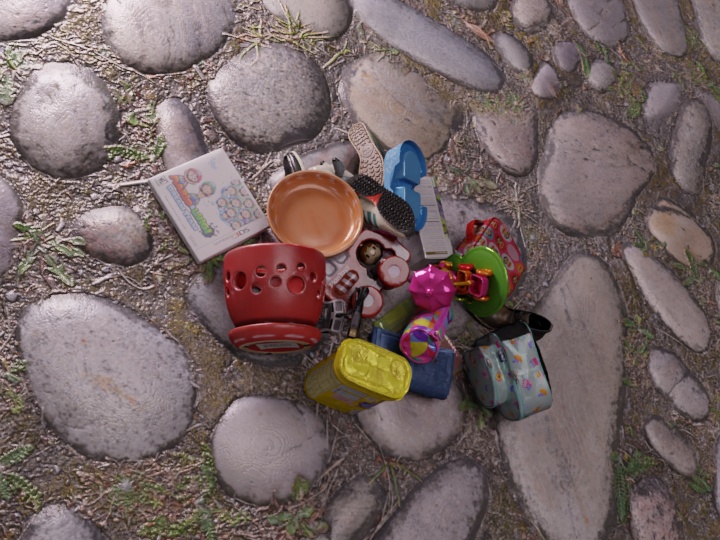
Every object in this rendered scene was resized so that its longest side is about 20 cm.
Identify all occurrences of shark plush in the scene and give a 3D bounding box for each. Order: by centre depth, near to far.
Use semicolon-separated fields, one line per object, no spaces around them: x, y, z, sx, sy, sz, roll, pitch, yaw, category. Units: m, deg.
-0.041;-0.174;1.723;0.200;0.091;0.084;37;77;-32;shark plush

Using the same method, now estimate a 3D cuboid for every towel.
0.104;0.197;1.610;0.199;0.049;0.112;20;64;-18;towel
0.128;0.165;1.676;0.143;0.023;0.200;-33;86;-31;towel

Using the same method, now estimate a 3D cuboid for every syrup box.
0.141;-0.107;1.755;0.081;0.079;0.201;-4;72;-28;syrup box

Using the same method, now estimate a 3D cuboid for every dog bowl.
0.096;-0.182;1.675;0.111;0.049;0.201;14;73;-52;dog bowl

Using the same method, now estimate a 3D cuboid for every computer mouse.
-0.044;0.090;1.520;0.044;0.200;0.110;10;81;-31;computer mouse

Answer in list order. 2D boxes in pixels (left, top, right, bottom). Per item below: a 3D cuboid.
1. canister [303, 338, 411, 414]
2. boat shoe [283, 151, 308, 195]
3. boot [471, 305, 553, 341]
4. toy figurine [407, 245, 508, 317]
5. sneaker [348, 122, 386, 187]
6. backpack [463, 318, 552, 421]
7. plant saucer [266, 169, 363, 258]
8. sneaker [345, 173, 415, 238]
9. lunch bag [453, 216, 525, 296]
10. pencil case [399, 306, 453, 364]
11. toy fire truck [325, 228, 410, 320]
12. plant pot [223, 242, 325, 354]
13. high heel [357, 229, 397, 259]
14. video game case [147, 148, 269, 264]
-0.012;0.211;1.484;0.148;0.200;0.087;24;62;-16;canister
-0.148;-0.160;1.638;0.066;0.074;0.200;-9;80;-21;boat shoe
0.346;0.101;1.763;0.199;0.097;0.075;28;61;-14;boot
0.172;0.021;1.587;0.183;0.200;0.151;-3;106;-35;toy figurine
0.036;-0.241;1.740;0.090;0.067;0.201;32;34;-53;sneaker
0.322;0.228;1.661;0.153;0.176;0.201;-24;83;-14;backpack
-0.094;-0.111;1.568;0.199;0.037;0.201;5;65;-12;plant saucer
0.043;-0.118;1.617;0.070;0.094;0.200;-32;56;-26;sneaker
0.294;-0.034;1.762;0.177;0.082;0.200;57;36;-9;lunch bag
0.142;0.119;1.591;0.088;0.088;0.200;44;25;-5;pencil case
0.000;0.000;1.598;0.168;0.112;0.200;42;84;-2;toy fire truck
-0.164;0.058;1.472;0.199;0.200;0.184;6;71;-24;plant pot
-0.010;-0.068;1.686;0.199;0.068;0.096;5;43;-13;high heel
-0.309;-0.136;1.578;0.182;0.024;0.201;-30;85;-32;video game case
